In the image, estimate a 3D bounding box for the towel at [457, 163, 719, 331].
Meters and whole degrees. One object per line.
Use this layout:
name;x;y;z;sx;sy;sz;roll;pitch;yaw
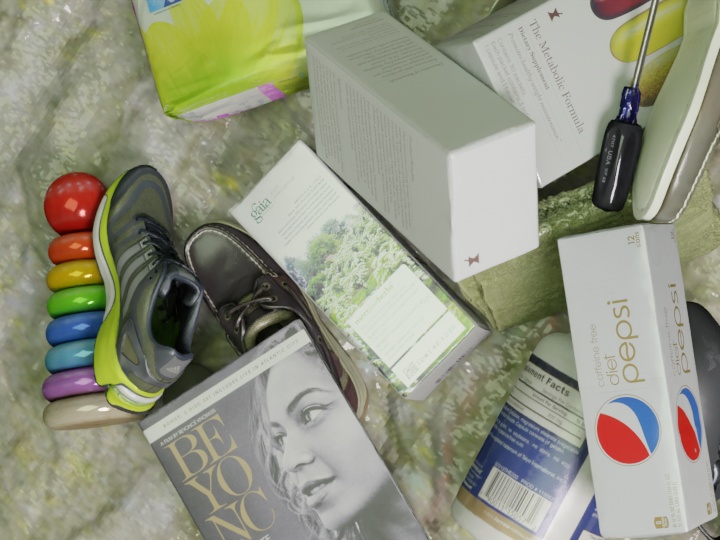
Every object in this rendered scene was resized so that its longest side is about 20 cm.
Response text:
towel;0.163;-0.021;1.184;0.198;0.148;0.037;-21;63;10

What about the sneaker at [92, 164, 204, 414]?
sneaker;-0.154;0.006;1.255;0.081;0.073;0.202;-28;57;37

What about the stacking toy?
stacking toy;-0.219;0.021;1.297;0.084;0.085;0.203;-10;82;11

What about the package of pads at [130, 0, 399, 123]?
package of pads;-0.077;-0.211;1.279;0.198;0.068;0.156;-19;84;11

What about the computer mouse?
computer mouse;0.265;0.121;1.159;0.139;0.046;0.203;-4;95;-32

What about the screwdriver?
screwdriver;0.184;-0.138;1.090;0.028;0.029;0.202;8;96;-23

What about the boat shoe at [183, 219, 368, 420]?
boat shoe;-0.069;0.042;1.268;0.072;0.065;0.201;-38;81;8

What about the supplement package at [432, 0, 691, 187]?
supplement package;0.166;-0.154;1.158;0.199;0.109;0.115;-30;101;-12

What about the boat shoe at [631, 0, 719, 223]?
boat shoe;0.236;-0.122;1.087;0.060;0.072;0.204;21;85;-13

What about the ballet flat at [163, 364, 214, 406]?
ballet flat;-0.102;0.164;1.271;0.067;0.064;0.202;-26;82;9

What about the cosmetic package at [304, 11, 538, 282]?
cosmetic package;0.040;-0.091;1.134;0.071;0.102;0.200;-21;39;-21

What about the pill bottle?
pill bottle;0.157;0.116;1.192;0.110;0.111;0.201;29;92;12

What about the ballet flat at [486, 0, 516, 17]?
ballet flat;0.115;-0.155;1.243;0.071;0.069;0.202;22;89;30

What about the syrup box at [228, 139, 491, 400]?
syrup box;0.000;0.000;1.247;0.079;0.081;0.200;-45;78;5

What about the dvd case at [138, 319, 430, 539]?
dvd case;-0.056;0.161;1.222;0.148;0.016;0.201;-32;84;7

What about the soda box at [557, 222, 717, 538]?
soda box;0.185;0.072;1.093;0.063;0.068;0.203;-10;87;29
